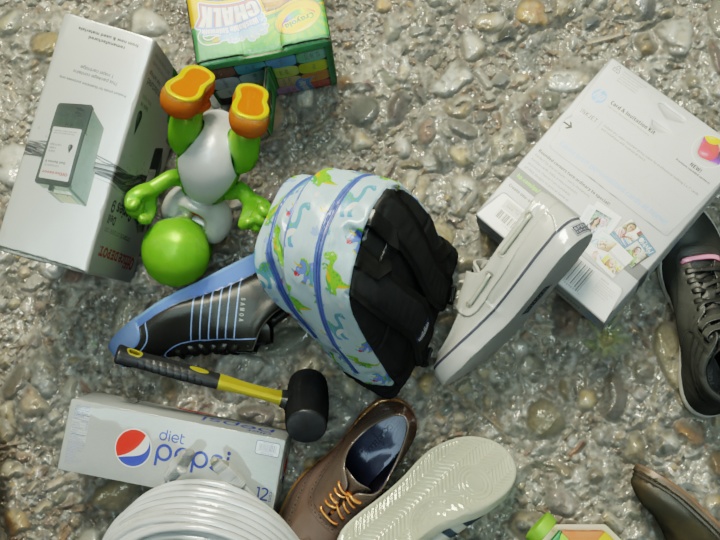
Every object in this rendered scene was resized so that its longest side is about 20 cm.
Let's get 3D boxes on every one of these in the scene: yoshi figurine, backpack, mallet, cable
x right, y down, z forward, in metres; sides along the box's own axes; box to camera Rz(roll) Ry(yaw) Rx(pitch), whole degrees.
[{"bbox_3d":[-0.140,-0.061,0.719,0.111,0.202,0.113,-20,56,-37],"label":"yoshi figurine"},{"bbox_3d":[0.000,0.000,0.708,0.151,0.200,0.166,23,80,13],"label":"backpack"},{"bbox_3d":[-0.119,0.106,0.741,0.196,0.066,0.042,13,120,-19],"label":"mallet"},{"bbox_3d":[-0.134,0.278,0.720,0.200,0.069,0.200,42,108,-10],"label":"cable"}]

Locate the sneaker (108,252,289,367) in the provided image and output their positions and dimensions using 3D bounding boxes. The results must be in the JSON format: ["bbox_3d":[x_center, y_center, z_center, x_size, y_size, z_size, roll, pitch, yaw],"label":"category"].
[{"bbox_3d":[-0.132,0.050,0.773,0.197,0.070,0.079,-29,81,-2],"label":"sneaker"}]

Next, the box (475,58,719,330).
[{"bbox_3d":[0.228,-0.073,0.778,0.155,0.041,0.201,40,87,18],"label":"box"}]

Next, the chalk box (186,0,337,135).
[{"bbox_3d":[-0.089,-0.231,0.770,0.121,0.125,0.204,-11,86,0],"label":"chalk box"}]

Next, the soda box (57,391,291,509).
[{"bbox_3d":[-0.164,0.162,0.764,0.196,0.068,0.065,11,87,2],"label":"soda box"}]

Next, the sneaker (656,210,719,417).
[{"bbox_3d":[0.320,0.032,0.757,0.069,0.099,0.205,-5,84,2],"label":"sneaker"}]

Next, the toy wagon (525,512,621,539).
[{"bbox_3d":[0.176,0.324,0.739,0.155,0.040,0.200,43,78,16],"label":"toy wagon"}]

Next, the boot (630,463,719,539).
[{"bbox_3d":[0.293,0.273,0.749,0.097,0.075,0.200,-43,88,-6],"label":"boot"}]

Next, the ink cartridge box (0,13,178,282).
[{"bbox_3d":[-0.231,-0.098,0.748,0.082,0.146,0.204,15,86,1],"label":"ink cartridge box"}]

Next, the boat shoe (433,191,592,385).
[{"bbox_3d":[0.119,0.019,0.747,0.066,0.071,0.201,48,126,21],"label":"boat shoe"}]

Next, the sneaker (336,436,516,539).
[{"bbox_3d":[0.055,0.223,0.757,0.197,0.085,0.075,-23,56,-27],"label":"sneaker"}]

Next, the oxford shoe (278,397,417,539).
[{"bbox_3d":[-0.021,0.199,0.757,0.071,0.073,0.202,35,87,3],"label":"oxford shoe"}]
